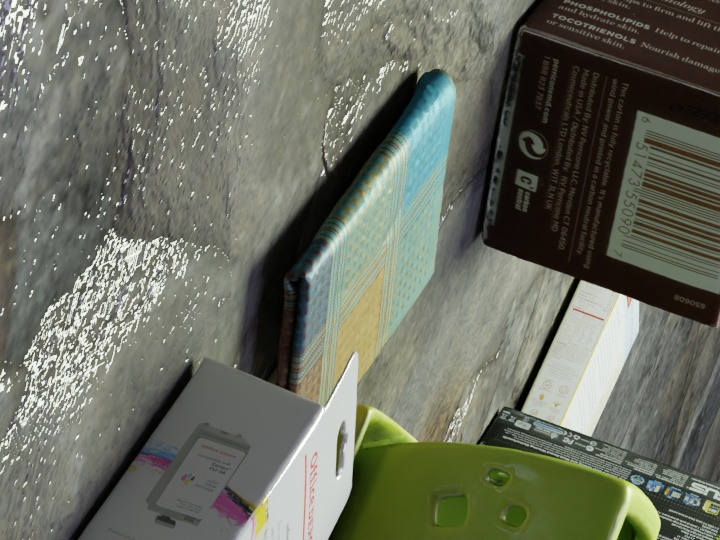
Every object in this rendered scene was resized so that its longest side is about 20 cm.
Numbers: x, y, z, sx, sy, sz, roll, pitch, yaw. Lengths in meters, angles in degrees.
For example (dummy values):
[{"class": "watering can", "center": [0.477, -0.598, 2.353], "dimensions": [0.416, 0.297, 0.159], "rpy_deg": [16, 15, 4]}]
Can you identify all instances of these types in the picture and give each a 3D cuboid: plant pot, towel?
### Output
[{"class": "plant pot", "center": [0.042, 0.185, 1.475], "dimensions": [0.199, 0.181, 0.200], "rpy_deg": [45, 67, -74]}, {"class": "towel", "center": [0.000, 0.000, 1.410], "dimensions": [0.200, 0.022, 0.147], "rpy_deg": [-54, 157, -48]}]

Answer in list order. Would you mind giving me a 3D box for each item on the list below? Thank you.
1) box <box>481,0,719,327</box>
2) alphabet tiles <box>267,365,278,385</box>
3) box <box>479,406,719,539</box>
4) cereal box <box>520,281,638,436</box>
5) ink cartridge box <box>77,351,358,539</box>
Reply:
[{"class": "box", "center": [0.195, -0.101, 1.701], "dimensions": [0.200, 0.164, 0.166], "rpy_deg": [-51, 155, -51]}, {"class": "alphabet tiles", "center": [-0.049, 0.125, 1.440], "dimensions": [0.200, 0.008, 0.167], "rpy_deg": [92, 23, -49]}, {"class": "box", "center": [0.152, 0.195, 1.861], "dimensions": [0.193, 0.200, 0.048], "rpy_deg": [-56, 158, -45]}, {"class": "cereal box", "center": [0.162, 0.093, 2.071], "dimensions": [0.144, 0.039, 0.200], "rpy_deg": [80, 33, -62]}, {"class": "ink cartridge box", "center": [-0.071, 0.127, 1.248], "dimensions": [0.200, 0.067, 0.117], "rpy_deg": [-55, 159, -40]}]
